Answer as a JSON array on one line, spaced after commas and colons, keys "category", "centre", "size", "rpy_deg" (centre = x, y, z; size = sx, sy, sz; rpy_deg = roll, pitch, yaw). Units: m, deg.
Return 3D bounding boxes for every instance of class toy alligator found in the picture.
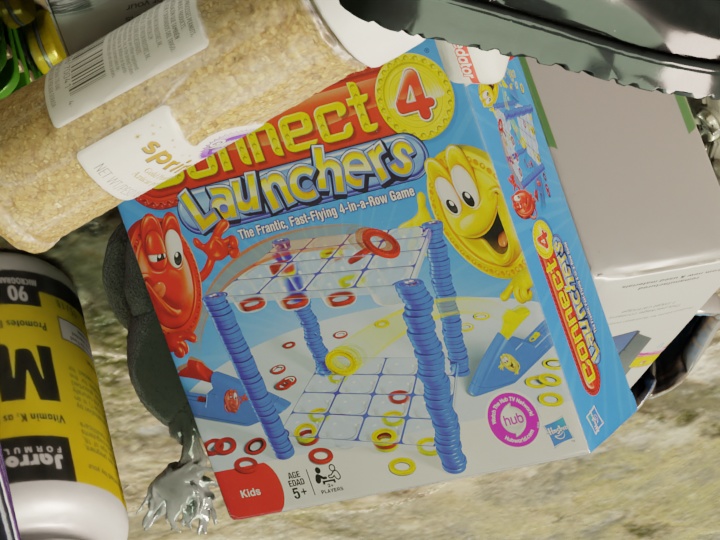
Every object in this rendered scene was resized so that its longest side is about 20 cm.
[{"category": "toy alligator", "centre": [-0.160, -0.082, 1.258], "size": [0.059, 0.054, 0.200], "rpy_deg": [-21, 148, 8]}]

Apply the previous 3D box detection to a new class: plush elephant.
[{"category": "plush elephant", "centre": [-0.048, 0.028, 1.405], "size": [0.164, 0.155, 0.201], "rpy_deg": [22, 107, 10]}]

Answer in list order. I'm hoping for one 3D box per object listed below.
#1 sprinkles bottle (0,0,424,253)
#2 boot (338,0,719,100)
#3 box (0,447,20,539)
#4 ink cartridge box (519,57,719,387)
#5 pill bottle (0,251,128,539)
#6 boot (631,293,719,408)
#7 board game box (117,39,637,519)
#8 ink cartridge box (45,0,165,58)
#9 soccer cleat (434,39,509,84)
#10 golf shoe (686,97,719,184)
[{"category": "sprinkles bottle", "centre": [-0.070, -0.080, 1.131], "size": [0.200, 0.068, 0.068], "rpy_deg": [-28, 146, 19]}, {"category": "boot", "centre": [0.092, -0.157, 1.016], "size": [0.198, 0.073, 0.163], "rpy_deg": [10, 110, -17]}, {"category": "box", "centre": [-0.229, 0.039, 1.277], "size": [0.104, 0.200, 0.148], "rpy_deg": [-12, 149, -6]}, {"category": "ink cartridge box", "centre": [0.094, -0.021, 1.350], "size": [0.087, 0.146, 0.200], "rpy_deg": [-9, 156, -23]}, {"category": "pill bottle", "centre": [-0.180, 0.101, 1.393], "size": [0.114, 0.200, 0.114], "rpy_deg": [-12, 148, -8]}, {"category": "boot", "centre": [0.125, 0.043, 1.539], "size": [0.073, 0.096, 0.200], "rpy_deg": [7, 141, -32]}, {"category": "board game box", "centre": [0.000, 0.000, 1.247], "size": [0.200, 0.196, 0.056], "rpy_deg": [-14, -169, 32]}, {"category": "ink cartridge box", "centre": [-0.072, -0.167, 1.140], "size": [0.146, 0.084, 0.200], "rpy_deg": [-15, 148, -1]}, {"category": "soccer cleat", "centre": [0.073, -0.154, 1.145], "size": [0.068, 0.200, 0.085], "rpy_deg": [5, 127, 25]}, {"category": "golf shoe", "centre": [0.190, -0.134, 1.345], "size": [0.097, 0.078, 0.200], "rpy_deg": [-35, 152, -19]}]
